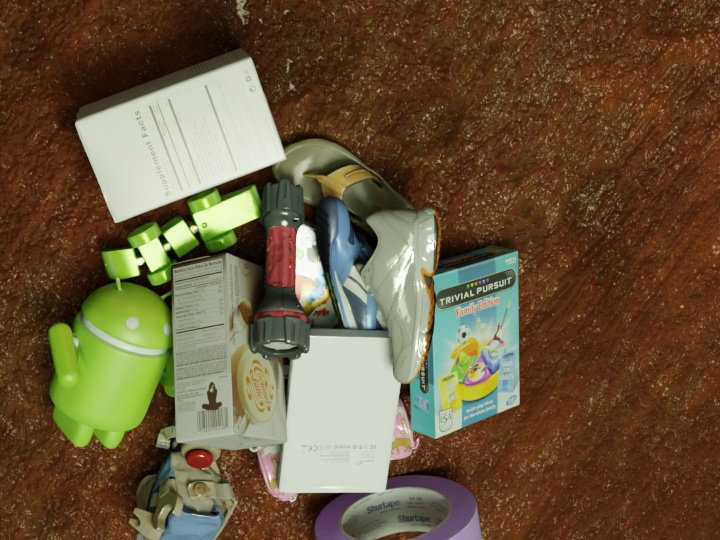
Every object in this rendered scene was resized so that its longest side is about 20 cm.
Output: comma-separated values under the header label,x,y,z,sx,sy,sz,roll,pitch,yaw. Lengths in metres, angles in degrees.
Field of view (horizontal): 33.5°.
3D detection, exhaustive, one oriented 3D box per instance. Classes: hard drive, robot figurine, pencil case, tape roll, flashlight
label,x,y,z,sx,sy,sz,roll,pitch,yaw
hard drive,-0.023,0.165,1.397,0.131,0.025,0.201,2,110,-14
robot figurine,-0.283,0.103,1.372,0.175,0.116,0.201,13,107,-44
pencil case,-0.029,0.214,1.472,0.199,0.083,0.087,-20,120,-6
tape roll,0.047,0.324,1.453,0.199,0.200,0.066,-12,106,-7
flashlight,-0.088,-0.003,1.338,0.068,0.067,0.201,28,55,-50

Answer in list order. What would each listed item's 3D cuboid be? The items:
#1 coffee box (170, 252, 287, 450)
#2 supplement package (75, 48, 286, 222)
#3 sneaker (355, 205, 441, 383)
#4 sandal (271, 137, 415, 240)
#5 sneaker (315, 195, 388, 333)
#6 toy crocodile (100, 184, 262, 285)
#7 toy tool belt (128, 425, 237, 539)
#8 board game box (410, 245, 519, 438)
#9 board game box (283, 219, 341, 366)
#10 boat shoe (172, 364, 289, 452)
label,x,y,z,sx,sy,sz,roll,pitch,yaw
coffee box,-0.147,0.093,1.344,0.079,0.114,0.202,-11,73,25
supplement package,-0.199,-0.152,1.321,0.199,0.121,0.120,-21,108,-4
sneaker,0.039,0.025,1.338,0.091,0.076,0.202,5,97,8
sandal,-0.009,-0.089,1.409,0.199,0.054,0.081,32,97,-16
sneaker,0.000,0.000,1.391,0.082,0.074,0.201,-18,116,-6
toy crocodile,-0.205,-0.043,1.387,0.199,0.062,0.068,-29,110,-7
toy tool belt,-0.205,0.282,1.396,0.124,0.123,0.200,13,137,-14
board game box,0.127,0.084,1.449,0.150,0.047,0.202,-16,110,-39
board game box,-0.071,0.050,1.444,0.126,0.035,0.201,25,98,-16
boat shoe,-0.134,0.172,1.422,0.198,0.068,0.074,-14,121,8
